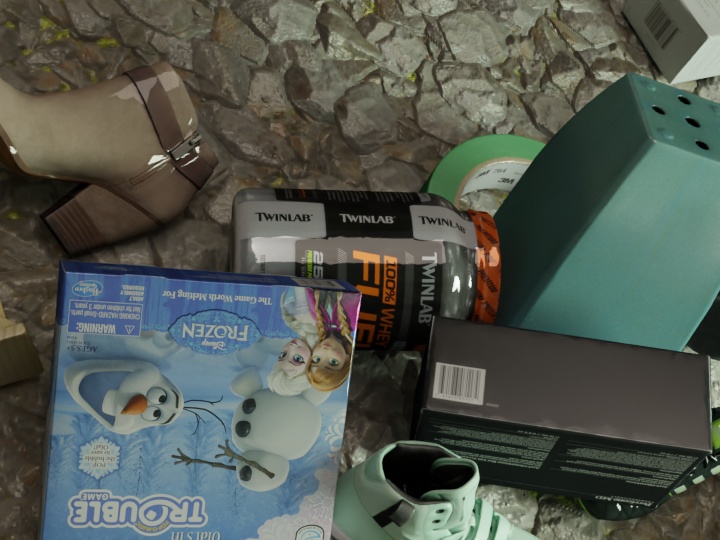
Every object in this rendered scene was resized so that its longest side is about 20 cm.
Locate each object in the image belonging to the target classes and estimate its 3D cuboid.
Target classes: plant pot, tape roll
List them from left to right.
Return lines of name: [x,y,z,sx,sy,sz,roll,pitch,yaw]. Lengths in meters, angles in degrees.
tape roll: [0.141,-0.025,0.971,0.199,0.048,0.202,9,60,-16]
plant pot: [0.198,-0.035,0.829,0.140,0.201,0.142,15,39,-13]

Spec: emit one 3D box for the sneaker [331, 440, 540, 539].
sneaker: [0.080,0.188,0.783,0.199,0.118,0.074,23,55,-10]

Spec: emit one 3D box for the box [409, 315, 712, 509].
box: [0.140,0.108,0.808,0.198,0.142,0.079,8,60,1]

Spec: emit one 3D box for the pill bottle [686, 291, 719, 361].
pill bottle: [0.357,-0.017,1.014,0.111,0.112,0.201,33,56,-1]

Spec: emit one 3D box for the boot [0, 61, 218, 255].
boot: [-0.202,-0.113,0.826,0.146,0.070,0.201,-38,123,-17]

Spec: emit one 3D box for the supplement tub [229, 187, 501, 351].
supplement tub: [0.000,0.000,0.835,0.198,0.123,0.124,1,61,-8]

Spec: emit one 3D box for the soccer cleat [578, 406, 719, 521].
soccer cleat: [0.263,0.149,0.901,0.199,0.081,0.068,-16,69,-28]

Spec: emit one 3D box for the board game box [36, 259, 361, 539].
board game box: [-0.109,0.101,0.735,0.198,0.043,0.201,4,100,-20]

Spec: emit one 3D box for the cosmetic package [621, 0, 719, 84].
cosmetic package: [0.402,-0.282,1.198,0.199,0.081,0.113,-17,68,-28]

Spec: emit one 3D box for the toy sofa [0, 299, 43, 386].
toy sofa: [-0.298,-0.011,0.763,0.097,0.083,0.201,-18,70,-15]
